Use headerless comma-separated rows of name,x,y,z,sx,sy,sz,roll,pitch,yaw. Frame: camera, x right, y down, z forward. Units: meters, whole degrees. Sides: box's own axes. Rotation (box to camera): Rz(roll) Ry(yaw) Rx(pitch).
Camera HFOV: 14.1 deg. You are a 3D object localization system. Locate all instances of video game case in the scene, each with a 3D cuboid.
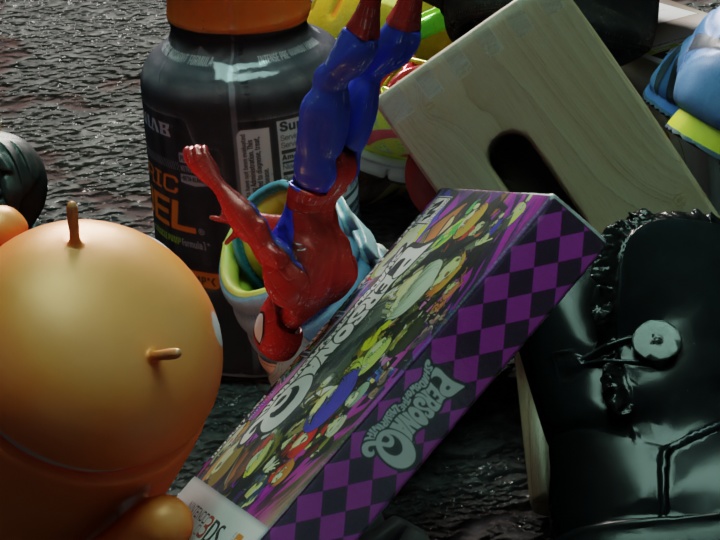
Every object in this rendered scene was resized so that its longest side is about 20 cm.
video game case,0.003,0.051,1.194,0.200,0.036,0.181,-49,11,-6

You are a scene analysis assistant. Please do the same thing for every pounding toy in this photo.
pounding toy,0.090,-0.016,1.367,0.142,0.200,0.184,-34,1,6

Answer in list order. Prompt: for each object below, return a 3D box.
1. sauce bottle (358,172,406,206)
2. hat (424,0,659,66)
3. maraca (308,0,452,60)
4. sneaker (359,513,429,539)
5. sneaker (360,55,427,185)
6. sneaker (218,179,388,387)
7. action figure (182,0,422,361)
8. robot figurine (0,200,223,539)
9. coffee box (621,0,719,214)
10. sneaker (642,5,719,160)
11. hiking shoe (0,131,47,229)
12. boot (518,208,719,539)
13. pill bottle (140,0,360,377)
sauce bottle,0.010,-0.073,1.665,0.200,0.065,0.065,-18,26,-31
hat,0.103,-0.146,1.502,0.200,0.201,0.081,-3,67,-1
maraca,0.021,-0.142,1.755,0.137,0.107,0.200,-25,5,14
sneaker,0.041,0.152,1.110,0.200,0.081,0.088,7,30,39
sneaker,0.054,-0.088,1.581,0.200,0.090,0.078,27,50,19
sneaker,0.000,0.000,1.388,0.079,0.131,0.200,-22,15,23
action figure,-0.034,-0.061,1.263,0.099,0.200,0.065,23,20,29
robot figurine,-0.124,0.057,1.218,0.116,0.200,0.144,17,52,-11
coffee box,0.160,-0.085,1.602,0.080,0.115,0.200,-17,26,-28
sneaker,0.181,-0.094,1.383,0.066,0.079,0.200,26,7,-2
hiking shoe,-0.188,-0.019,1.442,0.087,0.075,0.200,-16,-15,-32
boot,0.164,0.050,1.221,0.200,0.076,0.168,-7,62,4
pill bottle,-0.054,-0.056,1.456,0.106,0.200,0.106,-4,22,1
